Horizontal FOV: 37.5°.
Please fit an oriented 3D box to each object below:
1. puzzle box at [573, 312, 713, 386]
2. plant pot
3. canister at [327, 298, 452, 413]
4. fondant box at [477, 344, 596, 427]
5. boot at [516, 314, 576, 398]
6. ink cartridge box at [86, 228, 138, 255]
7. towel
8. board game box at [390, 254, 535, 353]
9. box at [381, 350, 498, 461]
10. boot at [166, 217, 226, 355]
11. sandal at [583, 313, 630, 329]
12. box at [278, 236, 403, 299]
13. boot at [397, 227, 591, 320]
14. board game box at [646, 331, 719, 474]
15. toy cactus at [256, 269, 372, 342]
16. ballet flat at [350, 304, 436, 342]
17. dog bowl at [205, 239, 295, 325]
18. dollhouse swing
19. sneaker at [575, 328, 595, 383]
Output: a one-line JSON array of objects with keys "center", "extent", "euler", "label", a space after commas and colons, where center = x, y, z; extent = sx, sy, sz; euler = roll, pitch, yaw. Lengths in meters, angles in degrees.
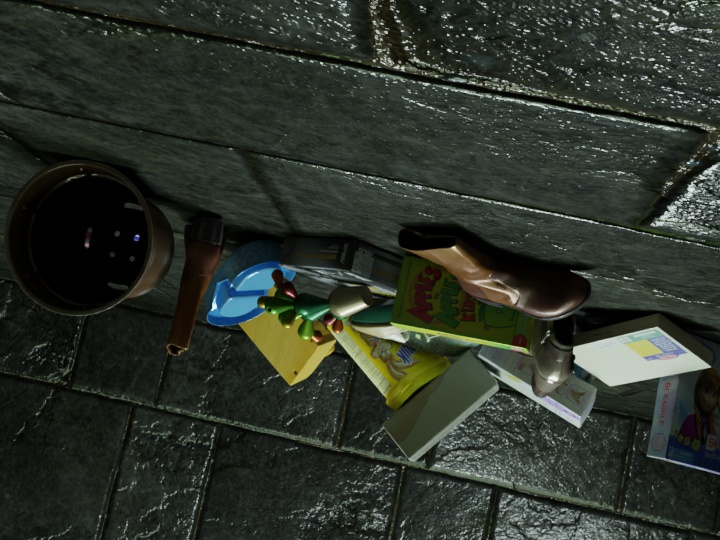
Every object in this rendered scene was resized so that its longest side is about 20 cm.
[{"center": [0.420, 0.125, 1.633], "extent": [0.133, 0.026, 0.199], "euler": [33, 149, -26], "label": "puzzle box"}, {"center": [-0.354, -0.038, 1.460], "extent": [0.198, 0.202, 0.198], "euler": [12, 179, 5], "label": "plant pot"}, {"center": [0.051, 0.138, 1.881], "extent": [0.200, 0.087, 0.148], "euler": [49, -142, 17], "label": "canister"}, {"center": [0.302, 0.184, 1.810], "extent": [0.199, 0.059, 0.144], "euler": [30, 172, 17], "label": "fondant box"}, {"center": [0.286, 0.091, 1.623], "extent": [0.070, 0.201, 0.147], "euler": [1, 138, -10], "label": "boot"}, {"center": [-0.446, -0.052, 1.986], "extent": [0.094, 0.037, 0.199], "euler": [20, 167, -42], "label": "ink cartridge box"}, {"center": [0.126, 0.083, 1.771], "extent": [0.170, 0.049, 0.200], "euler": [20, 151, -17], "label": "towel"}, {"center": [0.151, 0.047, 1.517], "extent": [0.198, 0.103, 0.048], "euler": [10, 172, 16], "label": "board game box"}, {"center": [0.140, 0.235, 1.828], "extent": [0.078, 0.200, 0.095], "euler": [49, 178, 15], "label": "box"}, {"center": [-0.252, 0.032, 1.623], "extent": [0.068, 0.202, 0.188], "euler": [14, 171, -16], "label": "boot"}, {"center": [0.401, 0.104, 1.708], "extent": [0.074, 0.045, 0.200], "euler": [11, 171, 21], "label": "sandal"}, {"center": [0.000, 0.000, 1.612], "extent": [0.158, 0.049, 0.199], "euler": [3, 167, 45], "label": "box"}, {"center": [0.172, -0.008, 1.344], "extent": [0.187, 0.069, 0.200], "euler": [15, 168, 44], "label": "boot"}, {"center": [0.553, 0.217, 1.696], "extent": [0.199, 0.201, 0.041], "euler": [17, 170, -32], "label": "board game box"}, {"center": [-0.055, 0.048, 1.618], "extent": [0.164, 0.103, 0.199], "euler": [-14, 155, 32], "label": "toy cactus"}, {"center": [0.083, 0.082, 1.660], "extent": [0.198, 0.064, 0.069], "euler": [-13, -160, 16], "label": "ballet flat"}, {"center": [-0.182, 0.019, 1.707], "extent": [0.111, 0.050, 0.200], "euler": [-3, 150, -36], "label": "dog bowl"}, {"center": [-0.111, 0.066, 1.867], "extent": [0.175, 0.200, 0.182], "euler": [-30, 163, -44], "label": "dollhouse swing"}, {"center": [0.395, 0.154, 1.857], "extent": [0.076, 0.081, 0.200], "euler": [27, -178, 26], "label": "sneaker"}]
